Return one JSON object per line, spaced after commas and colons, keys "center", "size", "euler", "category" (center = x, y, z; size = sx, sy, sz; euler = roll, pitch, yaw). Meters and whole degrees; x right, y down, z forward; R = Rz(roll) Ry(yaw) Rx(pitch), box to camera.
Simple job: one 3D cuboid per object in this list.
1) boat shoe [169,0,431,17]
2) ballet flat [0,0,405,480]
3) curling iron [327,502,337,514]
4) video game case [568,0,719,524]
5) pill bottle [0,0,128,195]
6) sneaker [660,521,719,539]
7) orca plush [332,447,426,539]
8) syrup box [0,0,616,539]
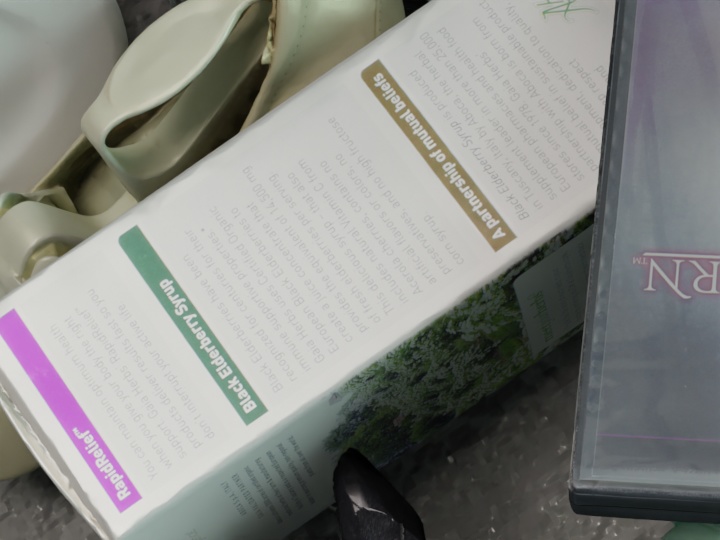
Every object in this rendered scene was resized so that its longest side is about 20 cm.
{"center": [-0.027, -0.103, 0.912], "size": [0.200, 0.070, 0.072], "euler": [13, 68, 30], "category": "boat shoe"}
{"center": [-0.070, -0.022, 0.860], "size": [0.200, 0.069, 0.069], "euler": [-49, 53, 13], "category": "ballet flat"}
{"center": [-0.057, 0.017, 0.899], "size": [0.050, 0.026, 0.200], "euler": [-50, 54, 2], "category": "curling iron"}
{"center": [0.131, -0.029, 0.738], "size": [0.143, 0.019, 0.200], "euler": [2, 60, 10], "category": "video game case"}
{"center": [-0.156, -0.105, 0.945], "size": [0.114, 0.114, 0.200], "euler": [-42, 41, 6], "category": "pill bottle"}
{"center": [0.105, 0.038, 0.766], "size": [0.200, 0.074, 0.118], "euler": [-33, 61, 0], "category": "sneaker"}
{"center": [-0.053, 0.125, 0.817], "size": [0.200, 0.105, 0.071], "euler": [-56, 13, 19], "category": "orca plush"}
{"center": [0.000, 0.000, 0.809], "size": [0.200, 0.079, 0.081], "euler": [-34, 68, -4], "category": "syrup box"}
